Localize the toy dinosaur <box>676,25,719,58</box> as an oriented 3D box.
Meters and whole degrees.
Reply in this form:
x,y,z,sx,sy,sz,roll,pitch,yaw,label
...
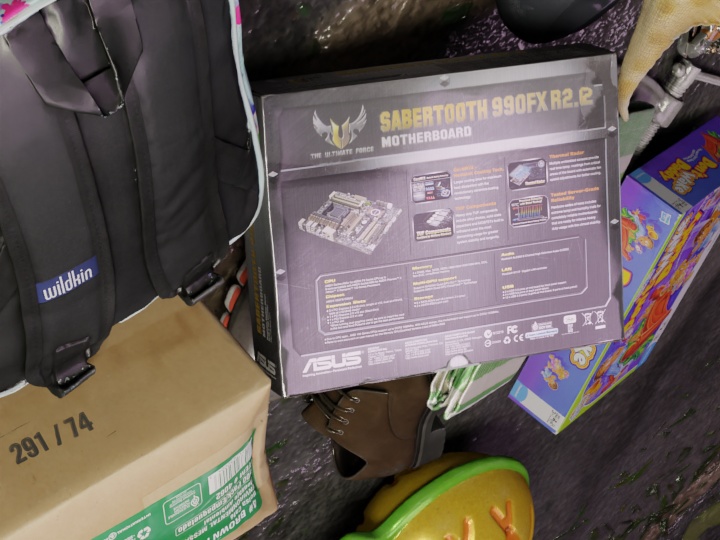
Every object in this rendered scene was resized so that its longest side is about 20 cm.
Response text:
x,y,z,sx,sy,sz,roll,pitch,yaw,label
0.191,-0.216,1.056,0.135,0.102,0.201,-28,110,-50,toy dinosaur

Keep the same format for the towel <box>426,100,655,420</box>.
x,y,z,sx,sy,sz,roll,pitch,yaw,label
0.111,-0.010,1.158,0.201,0.023,0.152,-65,164,16,towel

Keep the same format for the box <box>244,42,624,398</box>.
x,y,z,sx,sy,sz,roll,pitch,yaw,label
0.039,-0.029,0.999,0.199,0.048,0.160,-9,105,-18,box

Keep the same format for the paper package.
x,y,z,sx,sy,sz,roll,pitch,yaw,label
-0.166,0.072,0.868,0.199,0.191,0.104,-30,147,-24,paper package

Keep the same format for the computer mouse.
x,y,z,sx,sy,sz,roll,pitch,yaw,label
0.137,-0.189,0.996,0.034,0.059,0.200,-24,162,-51,computer mouse

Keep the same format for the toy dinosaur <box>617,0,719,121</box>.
x,y,z,sx,sy,sz,roll,pitch,yaw,label
0.161,-0.154,0.963,0.200,0.101,0.058,-50,-168,33,toy dinosaur

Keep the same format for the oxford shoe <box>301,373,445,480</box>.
x,y,z,sx,sy,sz,roll,pitch,yaw,label
0.006,0.071,1.185,0.084,0.073,0.201,-22,141,-16,oxford shoe

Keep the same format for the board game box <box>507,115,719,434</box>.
x,y,z,sx,sy,sz,roll,pitch,yaw,label
0.187,0.004,1.297,0.134,0.045,0.201,-31,153,-48,board game box

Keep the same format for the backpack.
x,y,z,sx,sy,sz,roll,pitch,yaw,label
-0.134,-0.069,0.773,0.177,0.151,0.200,-34,155,-21,backpack

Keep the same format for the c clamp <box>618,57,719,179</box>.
x,y,z,sx,sy,sz,roll,pitch,yaw,label
0.151,-0.060,1.234,0.200,0.027,0.170,-53,148,14,c clamp

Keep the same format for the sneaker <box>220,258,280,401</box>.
x,y,z,sx,sy,sz,roll,pitch,yaw,label
0.000,0.000,1.061,0.200,0.082,0.077,-49,125,-2,sneaker

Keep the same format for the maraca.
x,y,z,sx,sy,sz,roll,pitch,yaw,label
0.042,0.196,1.338,0.199,0.107,0.138,-23,136,-31,maraca
